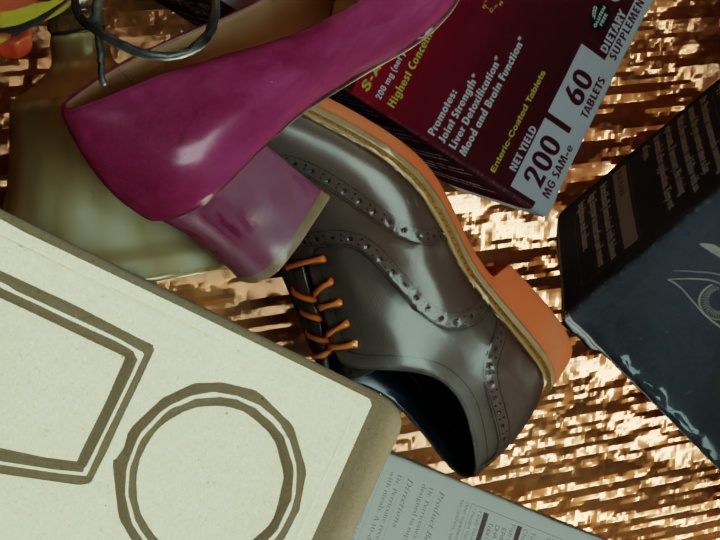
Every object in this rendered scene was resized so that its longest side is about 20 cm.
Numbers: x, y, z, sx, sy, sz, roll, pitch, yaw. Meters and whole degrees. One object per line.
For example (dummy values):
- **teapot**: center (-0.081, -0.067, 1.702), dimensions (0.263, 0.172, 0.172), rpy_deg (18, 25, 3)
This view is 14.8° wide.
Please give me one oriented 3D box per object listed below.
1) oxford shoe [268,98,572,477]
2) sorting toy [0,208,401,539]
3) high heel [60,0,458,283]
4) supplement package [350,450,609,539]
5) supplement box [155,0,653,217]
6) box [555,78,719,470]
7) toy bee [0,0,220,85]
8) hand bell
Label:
- **oxford shoe**: center (0.000, 0.000, 1.070), dimensions (0.200, 0.071, 0.073), rpy_deg (42, 62, -21)
- **sorting toy**: center (-0.103, 0.092, 0.944), dimensions (0.200, 0.036, 0.185), rpy_deg (27, 85, -25)
- **high heel**: center (-0.024, -0.100, 0.961), dimensions (0.096, 0.067, 0.200), rpy_deg (41, 62, -33)
- **supplement package**: center (0.017, 0.133, 1.117), dimensions (0.200, 0.114, 0.110), rpy_deg (25, 86, -40)
- **supplement box**: center (0.015, -0.112, 1.078), dimensions (0.200, 0.061, 0.109), rpy_deg (29, 85, -39)
- **box**: center (0.219, 0.003, 1.147), dimensions (0.200, 0.117, 0.197), rpy_deg (-40, 106, 16)
- **toy bee**: center (-0.137, -0.115, 0.913), dimensions (0.131, 0.200, 0.109), rpy_deg (-9, 151, -20)
- **hand bell**: center (-0.103, -0.096, 0.991), dimensions (0.104, 0.104, 0.200), rpy_deg (-11, 96, -36)
